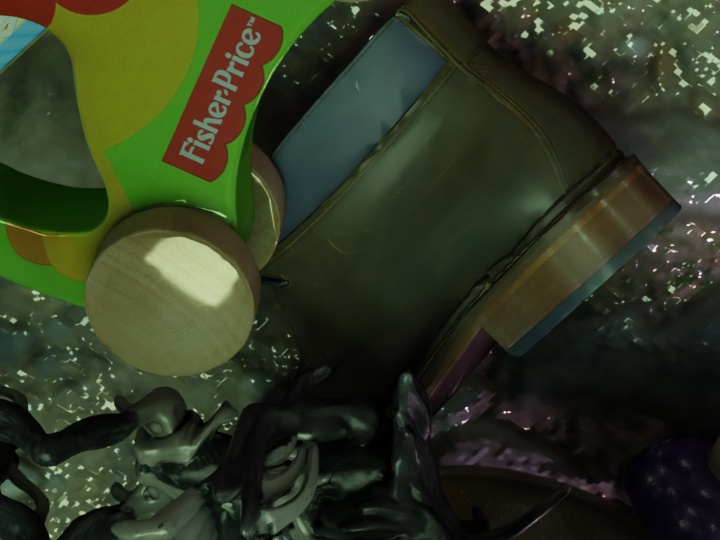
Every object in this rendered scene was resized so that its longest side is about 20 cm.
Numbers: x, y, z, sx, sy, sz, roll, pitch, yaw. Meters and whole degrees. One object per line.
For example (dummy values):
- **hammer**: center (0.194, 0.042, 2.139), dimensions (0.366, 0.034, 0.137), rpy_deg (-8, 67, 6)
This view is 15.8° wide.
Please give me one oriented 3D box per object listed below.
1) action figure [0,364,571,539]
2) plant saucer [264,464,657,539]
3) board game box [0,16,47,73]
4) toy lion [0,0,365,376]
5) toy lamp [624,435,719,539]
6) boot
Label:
- **action figure**: center (-0.047, 0.076, 0.729), dimensions (0.200, 0.102, 0.119), rpy_deg (12, 137, 13)
- **plant saucer**: center (0.037, 0.158, 0.797), dimensions (0.200, 0.201, 0.037), rpy_deg (12, 152, -7)
- **board game box**: center (-0.119, -0.126, 0.695), dimensions (0.200, 0.034, 0.134), rpy_deg (-38, 117, 25)
- **toy lion**: center (-0.084, -0.092, 0.663), dimensions (0.192, 0.069, 0.200), rpy_deg (23, 121, -5)
- **toy lamp**: center (0.158, 0.011, 0.774), dimensions (0.058, 0.058, 0.200), rpy_deg (26, 124, -16)
- **boot**: center (0.000, 0.000, 0.778), dimensions (0.097, 0.075, 0.200), rpy_deg (49, 128, 0)
